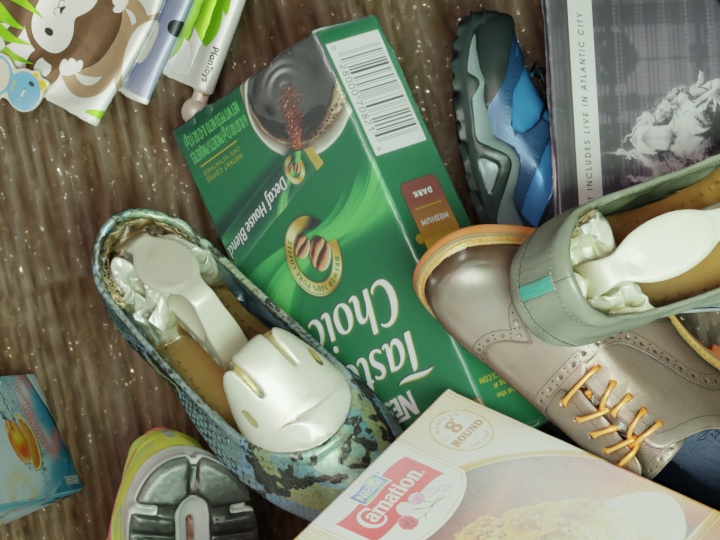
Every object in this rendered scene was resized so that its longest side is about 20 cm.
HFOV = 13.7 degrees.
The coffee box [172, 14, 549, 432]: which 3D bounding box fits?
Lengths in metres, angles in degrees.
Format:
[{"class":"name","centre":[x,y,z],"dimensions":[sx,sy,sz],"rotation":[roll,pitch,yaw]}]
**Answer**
[{"class":"coffee box","centre":[0.000,0.000,1.345],"dimensions":[0.123,0.044,0.201],"rotation":[-29,83,48]}]

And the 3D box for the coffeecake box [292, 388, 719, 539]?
[{"class":"coffeecake box","centre":[0.076,0.150,1.207],"dimensions":[0.199,0.153,0.073],"rotation":[23,132,25]}]

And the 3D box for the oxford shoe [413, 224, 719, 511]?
[{"class":"oxford shoe","centre":[0.109,0.047,1.264],"dimensions":[0.200,0.073,0.071],"rotation":[29,117,-22]}]

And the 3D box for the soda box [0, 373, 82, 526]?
[{"class":"soda box","centre":[-0.196,0.089,1.346],"dimensions":[0.068,0.200,0.064],"rotation":[-25,85,12]}]

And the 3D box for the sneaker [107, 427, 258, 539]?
[{"class":"sneaker","centre":[-0.082,0.163,1.388],"dimensions":[0.078,0.090,0.201],"rotation":[-2,111,-16]}]

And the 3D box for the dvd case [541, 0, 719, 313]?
[{"class":"dvd case","centre":[0.181,-0.058,1.306],"dimensions":[0.199,0.016,0.149],"rotation":[-3,88,-5]}]

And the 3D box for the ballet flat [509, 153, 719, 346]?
[{"class":"ballet flat","centre":[0.156,-0.019,1.236],"dimensions":[0.199,0.064,0.068],"rotation":[-21,85,-23]}]

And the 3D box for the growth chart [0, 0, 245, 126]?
[{"class":"growth chart","centre":[-0.142,-0.141,1.424],"dimensions":[0.199,0.018,0.145],"rotation":[16,95,15]}]

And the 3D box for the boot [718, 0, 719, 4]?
[{"class":"boot","centre":[0.218,-0.187,1.220],"dimensions":[0.168,0.200,0.076],"rotation":[-35,64,-7]}]

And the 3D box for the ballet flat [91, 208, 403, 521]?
[{"class":"ballet flat","centre":[-0.055,0.039,1.325],"dimensions":[0.200,0.074,0.074],"rotation":[38,100,32]}]

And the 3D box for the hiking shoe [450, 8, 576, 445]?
[{"class":"hiking shoe","centre":[0.097,-0.026,1.342],"dimensions":[0.086,0.074,0.201],"rotation":[-17,94,4]}]
